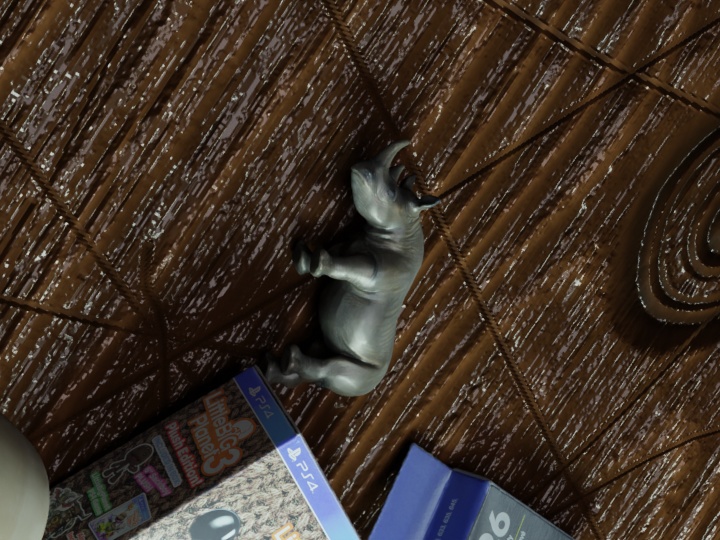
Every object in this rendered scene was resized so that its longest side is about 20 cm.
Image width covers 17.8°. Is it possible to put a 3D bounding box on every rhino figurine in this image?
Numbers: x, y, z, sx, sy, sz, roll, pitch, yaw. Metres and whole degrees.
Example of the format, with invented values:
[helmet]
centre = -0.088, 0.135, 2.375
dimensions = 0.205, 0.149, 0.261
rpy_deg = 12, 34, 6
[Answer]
[rhino figurine]
centre = 0.000, 0.000, 1.583
dimensions = 0.087, 0.060, 0.201
rpy_deg = 9, 111, -25

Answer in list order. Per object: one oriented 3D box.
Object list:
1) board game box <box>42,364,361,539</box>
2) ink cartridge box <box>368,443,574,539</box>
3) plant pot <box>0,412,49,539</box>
[board game box]
centre = -0.110, 0.194, 1.581
dimensions = 0.199, 0.097, 0.160
rpy_deg = -32, 124, -4
[ink cartridge box]
centre = 0.076, 0.262, 1.714
dimensions = 0.200, 0.047, 0.198
rpy_deg = 36, 72, -37
[plant pot]
centre = -0.291, 0.131, 1.426
dimensions = 0.200, 0.200, 0.173
rpy_deg = -55, 142, 5
